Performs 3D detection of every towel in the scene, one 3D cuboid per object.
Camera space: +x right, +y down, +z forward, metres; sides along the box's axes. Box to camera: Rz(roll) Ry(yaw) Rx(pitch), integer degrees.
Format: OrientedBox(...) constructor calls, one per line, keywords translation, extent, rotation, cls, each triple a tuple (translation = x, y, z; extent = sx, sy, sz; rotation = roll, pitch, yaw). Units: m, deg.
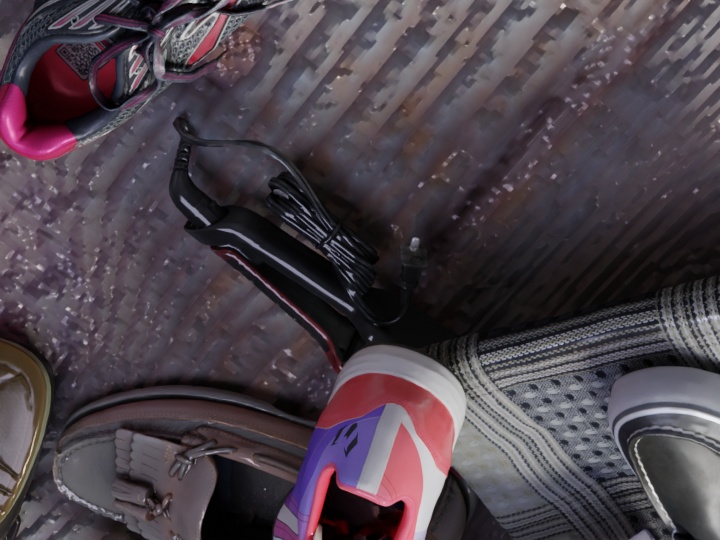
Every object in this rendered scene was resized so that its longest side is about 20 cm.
OrientedBox(translation=(0.128, 0.080, 1.160), extent=(0.192, 0.035, 0.200), rotation=(-14, 138, 27), cls="towel")

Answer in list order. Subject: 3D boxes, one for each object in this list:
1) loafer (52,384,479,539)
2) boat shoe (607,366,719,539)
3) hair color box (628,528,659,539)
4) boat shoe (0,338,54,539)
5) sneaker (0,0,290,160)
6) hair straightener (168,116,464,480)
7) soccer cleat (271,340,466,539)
OrientedBox(translation=(-0.049, 0.098, 1.257), extent=(0.199, 0.063, 0.072), rotation=(5, 125, 17), cls="loafer")
OrientedBox(translation=(0.163, 0.110, 1.123), extent=(0.068, 0.057, 0.200), rotation=(-17, 134, 34), cls="boat shoe")
OrientedBox(translation=(0.068, 0.208, 1.156), extent=(0.199, 0.065, 0.110), rotation=(-34, 66, 7), cls="hair color box")
OrientedBox(translation=(-0.195, 0.111, 1.321), extent=(0.073, 0.065, 0.201), rotation=(35, 111, 8), cls="boat shoe")
OrientedBox(translation=(-0.071, -0.112, 1.114), extent=(0.081, 0.075, 0.200), rotation=(39, 127, -9), cls="sneaker")
OrientedBox(translation=(0.000, 0.000, 1.194), extent=(0.200, 0.041, 0.077), rotation=(44, 126, -7), cls="hair straightener")
OrientedBox(translation=(-0.006, 0.113, 1.157), extent=(0.068, 0.073, 0.200), rotation=(22, 140, 4), cls="soccer cleat")
